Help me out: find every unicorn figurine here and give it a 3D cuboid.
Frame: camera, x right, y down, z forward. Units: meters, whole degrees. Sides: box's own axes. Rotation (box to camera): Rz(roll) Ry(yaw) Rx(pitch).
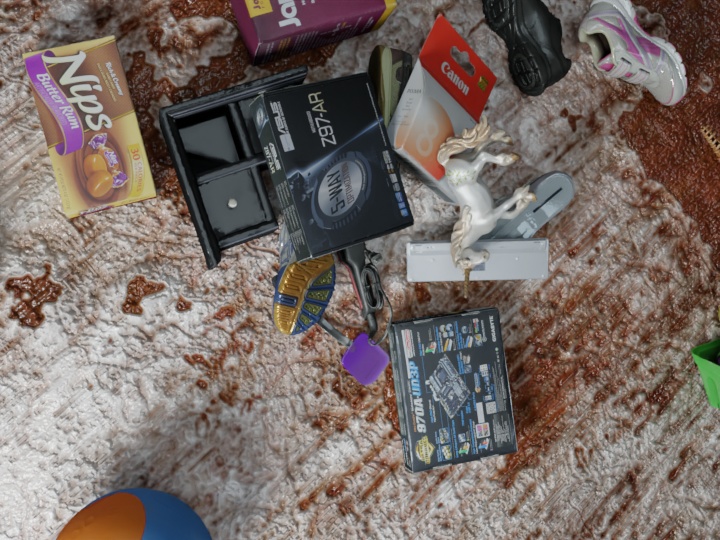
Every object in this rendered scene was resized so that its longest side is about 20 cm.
[{"bbox_3d":[0.161,-0.090,1.044,0.135,0.074,0.204,-24,92,12],"label":"unicorn figurine"}]

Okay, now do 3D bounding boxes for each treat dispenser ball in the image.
[{"bbox_3d":[-0.261,0.355,0.904,0.196,0.201,0.206,1,87,-13],"label":"treat dispenser ball"}]

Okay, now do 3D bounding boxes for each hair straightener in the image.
[{"bbox_3d":[0.000,0.000,1.050,0.040,0.077,0.205,-13,89,-25],"label":"hair straightener"}]

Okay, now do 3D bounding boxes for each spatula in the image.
[{"bbox_3d":[-0.044,0.076,1.064,0.199,0.021,0.057,42,73,-7],"label":"spatula"}]

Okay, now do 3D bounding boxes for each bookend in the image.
[{"bbox_3d":[-0.135,-0.130,1.018,0.195,0.092,0.204,-19,92,-14],"label":"bookend"}]

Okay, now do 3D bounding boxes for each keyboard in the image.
[{"bbox_3d":[0.161,-0.014,1.091,0.195,0.011,0.058,-1,109,4],"label":"keyboard"}]

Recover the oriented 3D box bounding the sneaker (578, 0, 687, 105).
[{"bbox_3d":[0.394,-0.314,1.168,0.088,0.081,0.200,-44,89,-11],"label":"sneaker"}]

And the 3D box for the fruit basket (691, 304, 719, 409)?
[{"bbox_3d":[0.600,0.101,1.166,0.210,0.155,0.221,-4,105,-16],"label":"fruit basket"}]

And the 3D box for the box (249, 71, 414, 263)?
[{"bbox_3d":[-0.033,-0.129,0.976,0.158,0.043,0.205,-18,91,-30],"label":"box"}]

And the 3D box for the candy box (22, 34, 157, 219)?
[{"bbox_3d":[-0.336,-0.179,0.991,0.114,0.056,0.205,-15,92,-14],"label":"candy box"}]

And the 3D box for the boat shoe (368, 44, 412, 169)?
[{"bbox_3d":[0.048,-0.203,1.076,0.064,0.072,0.206,-2,88,-14],"label":"boat shoe"}]

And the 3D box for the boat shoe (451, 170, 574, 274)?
[{"bbox_3d":[0.214,-0.066,1.113,0.198,0.067,0.074,-34,100,9],"label":"boat shoe"}]

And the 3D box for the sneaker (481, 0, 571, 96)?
[{"bbox_3d":[0.241,-0.358,1.141,0.090,0.076,0.204,-26,100,-23],"label":"sneaker"}]

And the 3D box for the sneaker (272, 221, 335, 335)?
[{"bbox_3d":[-0.074,-0.018,1.033,0.074,0.088,0.205,18,87,-29],"label":"sneaker"}]

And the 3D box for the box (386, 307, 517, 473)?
[{"bbox_3d":[0.126,0.162,1.088,0.155,0.046,0.205,-8,89,-14],"label":"box"}]

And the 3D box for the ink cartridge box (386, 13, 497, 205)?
[{"bbox_3d":[0.125,-0.214,1.072,0.161,0.050,0.203,32,81,-43],"label":"ink cartridge box"}]

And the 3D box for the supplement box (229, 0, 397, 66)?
[{"bbox_3d":[-0.069,-0.370,1.042,0.196,0.103,0.134,-21,93,-13],"label":"supplement box"}]

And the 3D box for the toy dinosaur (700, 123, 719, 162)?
[{"bbox_3d":[0.612,-0.179,1.207,0.197,0.102,0.138,17,100,-33],"label":"toy dinosaur"}]
